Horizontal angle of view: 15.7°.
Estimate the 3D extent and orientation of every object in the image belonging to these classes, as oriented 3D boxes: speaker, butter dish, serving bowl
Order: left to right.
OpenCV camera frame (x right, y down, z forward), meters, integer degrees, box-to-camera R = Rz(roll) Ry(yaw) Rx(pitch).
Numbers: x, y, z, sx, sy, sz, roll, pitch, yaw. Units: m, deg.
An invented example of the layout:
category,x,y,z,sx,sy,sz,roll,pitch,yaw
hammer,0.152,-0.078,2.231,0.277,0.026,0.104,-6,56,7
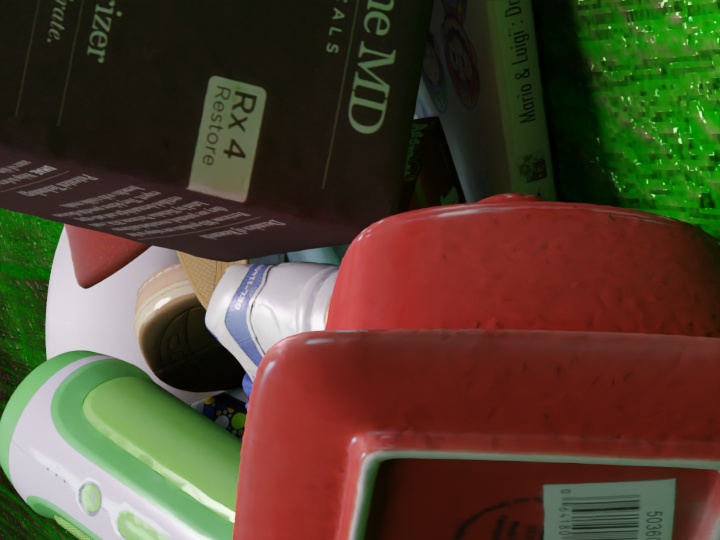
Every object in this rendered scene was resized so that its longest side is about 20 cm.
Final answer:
category,x,y,z,sx,sy,sz,roll,pitch,yaw
speaker,-0.076,0.110,1.180,0.200,0.088,0.088,30,139,37
serving bowl,-0.081,0.032,1.362,0.066,0.200,0.200,0,112,28
butter dish,0.057,0.038,0.918,0.200,0.199,0.148,98,173,-53

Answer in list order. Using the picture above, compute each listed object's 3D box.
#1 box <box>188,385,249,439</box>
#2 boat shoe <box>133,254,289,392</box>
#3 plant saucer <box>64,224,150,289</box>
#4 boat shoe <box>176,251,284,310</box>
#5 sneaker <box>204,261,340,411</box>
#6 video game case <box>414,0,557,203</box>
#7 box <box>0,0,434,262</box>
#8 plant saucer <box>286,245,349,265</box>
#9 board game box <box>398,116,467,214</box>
category,x,y,z,sx,sy,sz,roll,pitch,yaw
box,-0.047,0.155,1.236,0.064,0.070,0.200,52,-158,-51
boat shoe,-0.059,0.020,1.272,0.200,0.071,0.065,29,-142,-66
plant saucer,-0.082,-0.120,1.218,0.037,0.200,0.200,7,121,26
boat shoe,-0.047,-0.079,1.139,0.071,0.069,0.200,1,96,54
sneaker,0.000,0.056,1.109,0.088,0.075,0.200,12,148,28
video game case,0.026,-0.104,1.094,0.200,0.024,0.182,-138,35,-59
box,-0.094,-0.106,0.980,0.164,0.200,0.166,172,109,-67
plant saucer,0.000,0.000,1.201,0.201,0.039,0.201,60,166,26
board game box,0.043,0.049,1.048,0.103,0.019,0.200,-73,-31,-56
